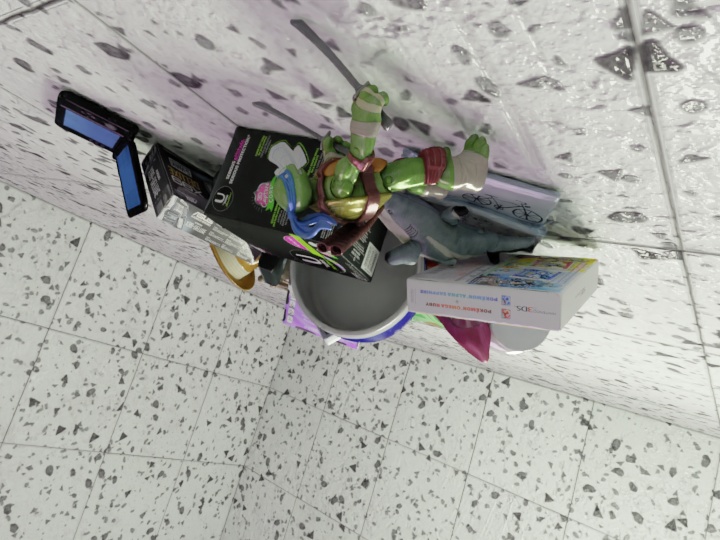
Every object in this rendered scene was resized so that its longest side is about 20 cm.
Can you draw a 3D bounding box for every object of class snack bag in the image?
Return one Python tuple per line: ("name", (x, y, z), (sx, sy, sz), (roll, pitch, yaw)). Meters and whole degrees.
("snack bag", (0.139, -0.076, 0.665), (0.183, 0.022, 0.200), (18, 170, 10))

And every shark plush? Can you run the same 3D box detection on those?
("shark plush", (0.107, -0.044, 0.659), (0.195, 0.092, 0.085), (23, 142, 15))

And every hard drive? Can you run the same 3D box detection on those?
("hard drive", (-0.136, -0.053, 0.948), (0.032, 0.143, 0.200), (20, 170, -4))

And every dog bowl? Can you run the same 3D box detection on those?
("dog bowl", (0.000, 0.000, 0.801), (0.195, 0.206, 0.079), (15, 170, 18))

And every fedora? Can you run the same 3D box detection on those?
("fedora", (-0.239, -0.066, 1.104), (0.080, 0.206, 0.201), (-20, 159, 10))

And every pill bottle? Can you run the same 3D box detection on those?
("pill bottle", (0.226, 0.065, 0.849), (0.116, 0.123, 0.200), (18, -178, 4))

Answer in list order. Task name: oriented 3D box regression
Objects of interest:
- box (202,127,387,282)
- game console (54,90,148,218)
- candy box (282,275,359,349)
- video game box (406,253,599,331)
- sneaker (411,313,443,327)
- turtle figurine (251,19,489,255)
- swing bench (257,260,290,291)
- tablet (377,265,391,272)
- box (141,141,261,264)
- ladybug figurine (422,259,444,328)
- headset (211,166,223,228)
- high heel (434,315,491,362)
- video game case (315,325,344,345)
("box", (-0.074, -0.085, 0.719), (0.195, 0.128, 0.148), (15, 168, 25))
("game console", (-0.431, -0.182, 0.905), (0.173, 0.120, 0.198), (25, 168, -30))
("candy box", (-0.055, 0.029, 1.065), (0.163, 0.205, 0.072), (17, -152, 8))
("video game box", (0.179, 0.017, 0.665), (0.178, 0.048, 0.198), (2, -168, 35))
("sneaker", (0.081, 0.050, 0.967), (0.195, 0.075, 0.085), (25, 134, 2))
("turtle figurine", (0.011, -0.125, 0.501), (0.188, 0.205, 0.145), (-1, 149, -23))
("swing bench", (-0.107, 0.007, 1.242), (0.193, 0.133, 0.200), (18, 170, 5))
("tablet", (-0.009, -0.044, 0.927), (0.195, 0.014, 0.130), (14, -152, 26))
("box", (-0.263, -0.111, 0.925), (0.198, 0.050, 0.159), (31, -160, -46))
("ladybug figurine", (0.136, 0.039, 1.047), (0.197, 0.073, 0.136), (31, 139, -11))
("headset", (-0.191, -0.111, 0.886), (0.120, 0.097, 0.200), (19, -179, -5))
("high heel", (0.143, 0.075, 0.823), (0.066, 0.099, 0.200), (-18, -176, -12))
("video game case", (0.006, 0.029, 0.900), (0.144, 0.196, 0.018), (51, 166, 52))
